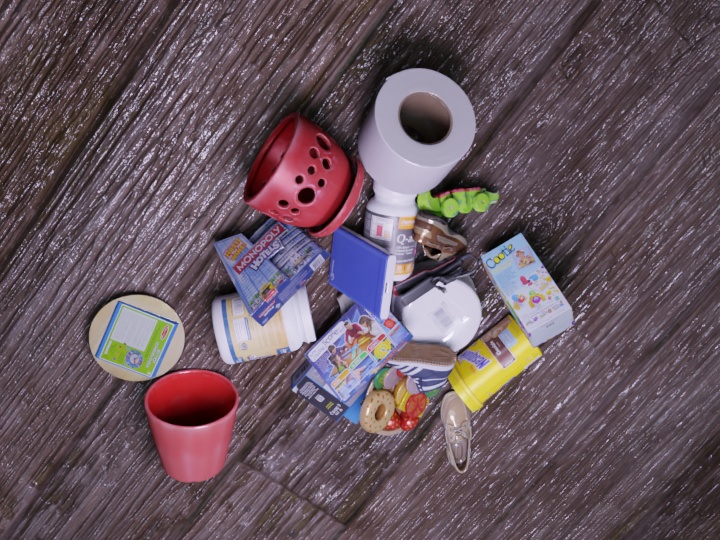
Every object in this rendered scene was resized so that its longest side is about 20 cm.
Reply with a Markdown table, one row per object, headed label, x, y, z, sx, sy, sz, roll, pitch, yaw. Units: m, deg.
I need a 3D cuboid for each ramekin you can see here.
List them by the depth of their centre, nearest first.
| label | x | y | z | sx | sy | sz | roll | pitch | yaw |
| --- | --- | --- | --- | --- | --- | --- | --- | --- | --- |
| ramekin | 0.169 | 0.086 | 1.656 | 0.198 | 0.098 | 0.203 | -2 | 110 | -6 |

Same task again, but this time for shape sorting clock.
| label | x | y | z | sx | sy | sz | roll | pitch | yaw |
| --- | --- | --- | --- | --- | --- | --- | --- | --- | --- |
| shape sorting clock | -0.478 | 0.144 | 1.621 | 0.197 | 0.039 | 0.203 | -3 | 109 | -8 |

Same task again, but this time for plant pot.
| label | x | y | z | sx | sy | sz | roll | pitch | yaw |
| --- | --- | --- | --- | --- | --- | --- | --- | --- | --- |
| plant pot | -0.106 | -0.178 | 1.478 | 0.181 | 0.201 | 0.201 | 29 | 104 | -26 |
| plant pot | -0.362 | 0.344 | 1.637 | 0.198 | 0.201 | 0.179 | 1 | 119 | -8 |

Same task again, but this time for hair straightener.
| label | x | y | z | sx | sy | sz | roll | pitch | yaw |
| --- | --- | --- | --- | --- | --- | --- | --- | --- | --- |
| hair straightener | 0.168 | 0.023 | 1.557 | 0.198 | 0.077 | 0.041 | -24 | 136 | -6 |

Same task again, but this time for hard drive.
| label | x | y | z | sx | sy | sz | roll | pitch | yaw |
| --- | --- | --- | --- | --- | --- | --- | --- | --- | --- |
| hard drive | 0.000 | 0.000 | 1.552 | 0.025 | 0.199 | 0.134 | -6 | 113 | -33 |

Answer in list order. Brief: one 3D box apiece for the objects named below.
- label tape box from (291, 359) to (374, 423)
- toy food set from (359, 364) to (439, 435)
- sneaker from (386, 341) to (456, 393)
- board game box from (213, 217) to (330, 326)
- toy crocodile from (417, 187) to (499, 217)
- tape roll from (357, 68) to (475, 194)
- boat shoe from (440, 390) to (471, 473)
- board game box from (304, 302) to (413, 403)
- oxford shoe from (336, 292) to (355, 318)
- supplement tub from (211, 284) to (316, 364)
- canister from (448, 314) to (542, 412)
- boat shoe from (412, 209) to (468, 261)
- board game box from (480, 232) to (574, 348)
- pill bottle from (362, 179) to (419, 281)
| label | x | y | z | sx | sy | sz | roll | pitch | yaw |
| --- | --- | --- | --- | --- | --- | --- | --- | --- | --- |
| label tape box | -0.036 | 0.259 | 1.708 | 0.199 | 0.063 | 0.144 | 38 | 100 | -18 |
| toy food set | 0.089 | 0.282 | 1.703 | 0.199 | 0.048 | 0.200 | 27 | 90 | -39 |
| sneaker | 0.100 | 0.201 | 1.622 | 0.197 | 0.071 | 0.109 | 11 | 139 | 5 |
| board game box | -0.197 | -0.026 | 1.534 | 0.200 | 0.200 | 0.062 | -46 | 149 | -7 |
| toy crocodile | 0.203 | -0.146 | 1.570 | 0.198 | 0.067 | 0.063 | -11 | 97 | -28 |
| tape roll | 0.105 | -0.264 | 1.455 | 0.200 | 0.139 | 0.205 | 4 | 73 | -13 |
| boat shoe | 0.231 | 0.382 | 1.786 | 0.071 | 0.065 | 0.203 | -7 | 110 | -5 |
| board game box | -0.005 | 0.156 | 1.571 | 0.200 | 0.136 | 0.034 | -44 | 153 | 4 |
| oxford shoe | -0.014 | 0.137 | 1.648 | 0.057 | 0.075 | 0.203 | -10 | 90 | 6 |
| supplement tub | -0.201 | 0.108 | 1.589 | 0.197 | 0.145 | 0.146 | -12 | 111 | -3 |
| canister | 0.293 | 0.203 | 1.689 | 0.199 | 0.149 | 0.087 | -40 | 110 | 5 |
| boat shoe | 0.159 | -0.060 | 1.572 | 0.200 | 0.075 | 0.075 | 31 | 83 | -54 |
| board game box | 0.353 | 0.043 | 1.602 | 0.104 | 0.201 | 0.103 | -30 | 150 | 4 |
| pill bottle | 0.064 | -0.089 | 1.570 | 0.115 | 0.117 | 0.203 | 3 | 109 | -9 |
